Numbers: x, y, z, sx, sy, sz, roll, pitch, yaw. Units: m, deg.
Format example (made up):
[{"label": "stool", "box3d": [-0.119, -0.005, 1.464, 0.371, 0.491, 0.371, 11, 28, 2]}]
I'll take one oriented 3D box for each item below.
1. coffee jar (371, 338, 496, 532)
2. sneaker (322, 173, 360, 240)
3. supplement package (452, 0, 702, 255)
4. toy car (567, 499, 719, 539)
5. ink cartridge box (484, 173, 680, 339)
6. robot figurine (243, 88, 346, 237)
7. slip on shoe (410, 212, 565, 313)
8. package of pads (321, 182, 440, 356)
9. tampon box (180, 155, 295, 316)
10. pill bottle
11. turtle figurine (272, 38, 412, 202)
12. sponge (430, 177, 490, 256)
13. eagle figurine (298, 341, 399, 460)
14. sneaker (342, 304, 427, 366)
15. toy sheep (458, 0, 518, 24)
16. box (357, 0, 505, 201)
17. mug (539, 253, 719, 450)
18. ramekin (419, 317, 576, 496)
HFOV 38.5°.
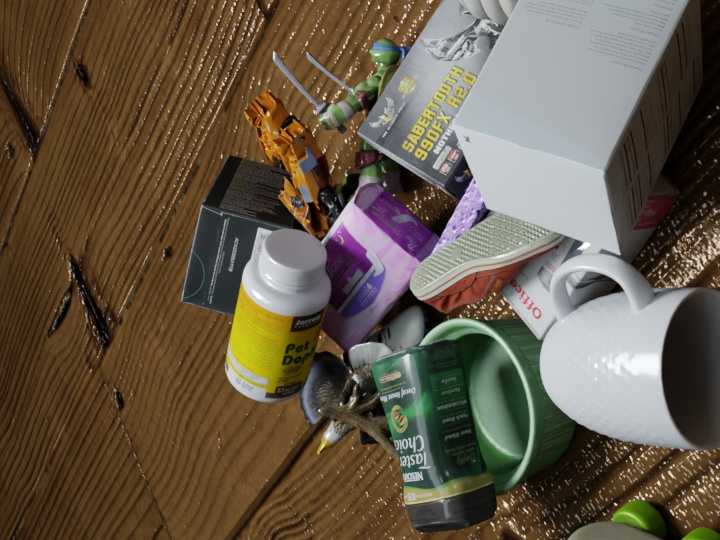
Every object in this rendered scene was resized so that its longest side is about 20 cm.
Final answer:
[{"label": "coffee jar", "box3d": [0.082, 0.185, 1.142, 0.104, 0.084, 0.204, -24, 77, 49]}, {"label": "sneaker", "box3d": [-0.012, -0.025, 1.401, 0.080, 0.073, 0.205, -8, 84, 60]}, {"label": "supplement package", "box3d": [0.207, -0.155, 0.955, 0.150, 0.151, 0.202, 21, 73, 28]}, {"label": "toy car", "box3d": [0.279, 0.370, 1.044, 0.156, 0.162, 0.204, 15, 119, 47]}, {"label": "ink cartridge box", "box3d": [0.219, -0.049, 1.100, 0.146, 0.084, 0.202, 52, 133, 32]}, {"label": "robot figurine", "box3d": [-0.078, -0.124, 1.298, 0.145, 0.058, 0.202, 47, 165, 39]}, {"label": "slip on shoe", "box3d": [0.141, -0.010, 1.095, 0.198, 0.061, 0.075, -30, 33, 38]}, {"label": "package of pads", "box3d": [0.000, 0.000, 1.270, 0.120, 0.076, 0.201, 40, 131, 3]}, {"label": "tampon box", "box3d": [-0.158, -0.047, 1.445, 0.201, 0.124, 0.152, -80, 6, -65]}, {"label": "pill bottle", "box3d": [-0.097, 0.054, 1.243, 0.109, 0.108, 0.203, 47, 136, 35]}, {"label": "turtle figurine", "box3d": [-0.012, -0.190, 1.312, 0.144, 0.196, 0.198, -135, 39, -76]}, {"label": "sponge", "box3d": [0.141, -0.071, 1.167, 0.030, 0.111, 0.202, 40, 126, 16]}, {"label": "eagle figurine", "box3d": [-0.008, 0.170, 1.303, 0.200, 0.148, 0.155, -98, -11, -87]}, {"label": "sneaker", "box3d": [0.024, 0.111, 1.358, 0.200, 0.071, 0.073, -48, 39, 43]}, {"label": "toy sheep", "box3d": [0.159, -0.325, 1.087, 0.196, 0.137, 0.141, 2, 98, 30]}, {"label": "box", "box3d": [0.108, -0.201, 1.170, 0.158, 0.048, 0.202, 36, 93, 40]}, {"label": "mug", "box3d": [0.256, 0.072, 1.005, 0.174, 0.147, 0.202, -4, 122, 53]}, {"label": "ramekin", "box3d": [0.155, 0.151, 1.192, 0.198, 0.096, 0.205, 9, 102, 49]}]
